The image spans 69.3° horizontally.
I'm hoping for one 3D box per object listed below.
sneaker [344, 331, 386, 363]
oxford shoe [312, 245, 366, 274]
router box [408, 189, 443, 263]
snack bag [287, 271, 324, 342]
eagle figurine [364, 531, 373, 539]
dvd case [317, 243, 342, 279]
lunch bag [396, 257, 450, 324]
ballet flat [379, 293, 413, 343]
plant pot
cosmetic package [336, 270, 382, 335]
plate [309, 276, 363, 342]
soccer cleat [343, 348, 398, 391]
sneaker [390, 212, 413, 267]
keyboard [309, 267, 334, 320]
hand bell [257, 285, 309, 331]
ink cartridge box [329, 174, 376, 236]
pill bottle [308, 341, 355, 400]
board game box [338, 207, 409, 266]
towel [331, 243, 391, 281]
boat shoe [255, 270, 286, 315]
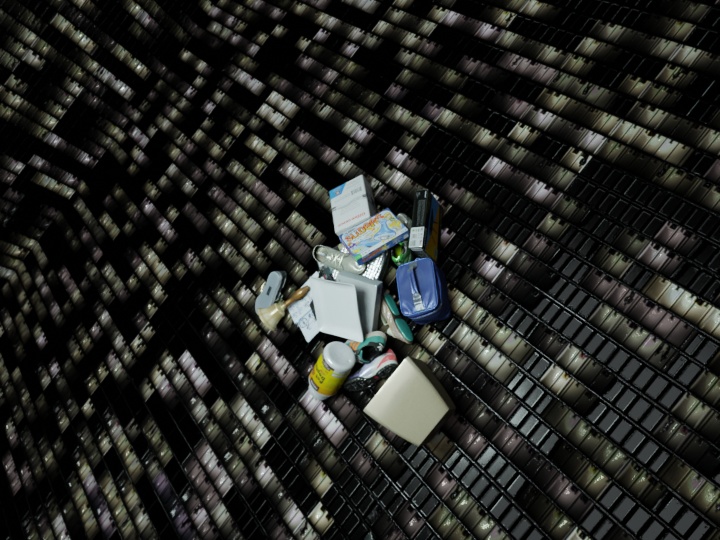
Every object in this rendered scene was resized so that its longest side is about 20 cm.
[{"bbox_3d":[-0.004,0.263,1.673,0.199,0.071,0.080,-31,22,33],"label":"sneaker"},{"bbox_3d":[-0.077,-0.035,1.738,0.198,0.058,0.076,20,87,16],"label":"oxford shoe"},{"bbox_3d":[0.216,-0.140,1.695,0.051,0.149,0.202,-2,70,29],"label":"router box"},{"bbox_3d":[-0.172,0.132,1.867,0.188,0.021,0.201,-43,55,16],"label":"snack bag"},{"bbox_3d":[0.046,0.856,1.427,0.151,0.151,0.201,38,54,-4],"label":"eagle figurine"},{"bbox_3d":[-0.059,-0.032,1.883,0.199,0.022,0.147,-30,59,15],"label":"dvd case"},{"bbox_3d":[0.194,0.057,1.639,0.135,0.132,0.202,-18,63,22],"label":"lunch bag"},{"bbox_3d":[0.108,0.169,1.693,0.067,0.068,0.201,-47,48,28],"label":"ballet flat"},{"bbox_3d":[0.159,0.389,1.500,0.177,0.200,0.200,41,93,23],"label":"plant pot"},{"bbox_3d":[-0.012,0.116,1.709,0.149,0.052,0.202,16,112,23],"label":"cosmetic package"},{"bbox_3d":[-0.071,0.120,1.679,0.198,0.032,0.202,8,115,39],"label":"plate"},{"bbox_3d":[0.031,0.322,1.673,0.199,0.068,0.074,-30,40,17],"label":"soccer cleat"},{"bbox_3d":[0.141,-0.107,1.763,0.077,0.085,0.202,-12,64,24],"label":"sneaker"},{"bbox_3d":[-0.135,0.074,1.777,0.200,0.020,0.128,-53,50,46],"label":"keyboard"},{"bbox_3d":[-0.266,0.119,1.887,0.199,0.104,0.104,-38,57,6],"label":"hand bell"},{"bbox_3d":[-0.024,-0.224,1.890,0.145,0.086,0.202,-23,55,20],"label":"ink cartridge box"},{"bbox_3d":[-0.098,0.328,1.670,0.110,0.108,0.201,57,135,33],"label":"pill bottle"},{"bbox_3d":[0.044,-0.114,1.731,0.199,0.035,0.136,-31,51,-9],"label":"board game box"},{"bbox_3d":[0.000,0.000,1.784,0.164,0.085,0.202,20,90,19],"label":"towel"},{"bbox_3d":[-0.334,0.085,1.961,0.073,0.068,0.201,33,113,24],"label":"boat shoe"}]
